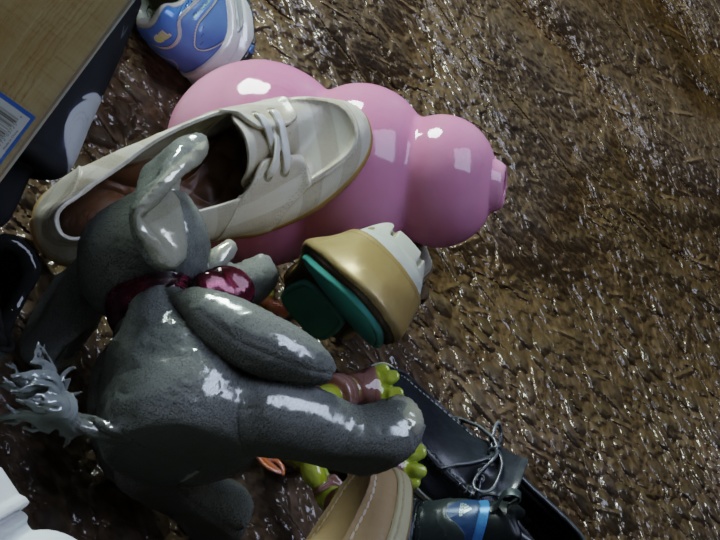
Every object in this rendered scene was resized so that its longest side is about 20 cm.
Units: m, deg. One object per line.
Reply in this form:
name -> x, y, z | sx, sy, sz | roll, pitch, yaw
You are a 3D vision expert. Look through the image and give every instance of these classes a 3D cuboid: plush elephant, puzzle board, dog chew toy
plush elephant -> -0.091, 0.029, 1.038 | 0.200, 0.165, 0.155 | 22, 52, -32
puzzle board -> -0.195, -0.120, 0.975 | 0.151, 0.200, 0.017 | 34, -5, 18
dog chew toy -> -0.013, -0.059, 1.220 | 0.125, 0.199, 0.125 | 6, 90, -81

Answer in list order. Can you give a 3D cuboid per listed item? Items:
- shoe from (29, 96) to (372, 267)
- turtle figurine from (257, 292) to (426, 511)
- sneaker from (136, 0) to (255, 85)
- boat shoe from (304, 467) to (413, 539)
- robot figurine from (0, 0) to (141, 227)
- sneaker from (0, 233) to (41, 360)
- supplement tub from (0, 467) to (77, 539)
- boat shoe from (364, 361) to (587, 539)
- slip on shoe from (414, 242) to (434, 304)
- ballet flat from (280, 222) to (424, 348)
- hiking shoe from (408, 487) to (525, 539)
shoe -> -0.082, -0.049, 1.126 | 0.053, 0.199, 0.070 | 135, -66, -74
turtle figurine -> -0.022, 0.095, 1.182 | 0.161, 0.064, 0.200 | 18, 37, -59
sneaker -> -0.122, -0.215, 1.342 | 0.077, 0.076, 0.201 | 27, 38, -49
boat shoe -> -0.037, 0.169, 1.022 | 0.064, 0.071, 0.200 | 36, 57, -10
robot figurine -> -0.185, -0.125, 1.050 | 0.150, 0.201, 0.125 | 19, -9, 17
sneaker -> -0.209, 0.033, 0.941 | 0.071, 0.083, 0.200 | 51, 29, -8
supplement tub -> -0.139, 0.194, 0.813 | 0.200, 0.145, 0.145 | 56, 28, 1
boat shoe -> 0.074, 0.131, 1.296 | 0.200, 0.062, 0.075 | 50, 31, -8
slip on shoe -> 0.012, 0.014, 1.288 | 0.200, 0.076, 0.061 | -79, 155, -80
ballet flat -> 0.000, 0.000, 1.089 | 0.069, 0.063, 0.200 | 50, -10, -7
hiking shoe -> 0.072, 0.203, 1.139 | 0.075, 0.086, 0.200 | -80, 155, -45
